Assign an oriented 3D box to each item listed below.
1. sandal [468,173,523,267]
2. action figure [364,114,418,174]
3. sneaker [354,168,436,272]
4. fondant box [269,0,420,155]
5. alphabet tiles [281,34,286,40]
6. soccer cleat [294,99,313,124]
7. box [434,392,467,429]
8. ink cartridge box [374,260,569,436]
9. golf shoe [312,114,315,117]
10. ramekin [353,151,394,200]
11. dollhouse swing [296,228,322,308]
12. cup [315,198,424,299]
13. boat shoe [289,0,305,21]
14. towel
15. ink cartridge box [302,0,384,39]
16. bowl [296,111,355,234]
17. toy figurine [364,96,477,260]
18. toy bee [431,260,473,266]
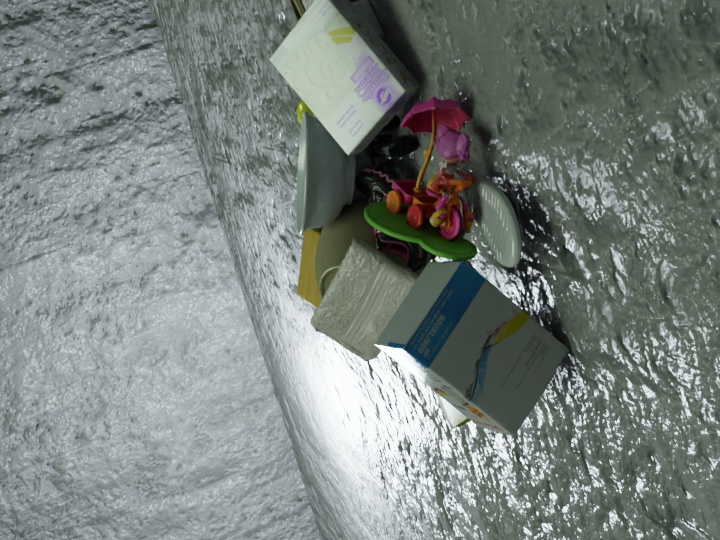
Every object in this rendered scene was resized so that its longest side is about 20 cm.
[{"bbox_3d":[0.190,-0.078,1.376,0.204,0.049,0.084,-110,19,-57],"label":"sandal"},{"bbox_3d":[0.028,-0.218,1.712,0.132,0.068,0.200,66,168,-7],"label":"action figure"},{"bbox_3d":[0.048,-0.078,1.679,0.200,0.095,0.079,47,169,16],"label":"sneaker"},{"bbox_3d":[-0.026,-0.301,1.570,0.201,0.058,0.144,49,121,6],"label":"fondant box"},{"bbox_3d":[-0.069,-0.335,1.859,0.200,0.006,0.167,46,169,20],"label":"alphabet tiles"},{"bbox_3d":[-0.062,-0.258,1.920,0.083,0.065,0.201,41,170,28],"label":"soccer cleat"},{"bbox_3d":[0.170,0.203,1.793,0.200,0.048,0.119,113,134,-70],"label":"box"},{"bbox_3d":[0.150,0.105,1.412,0.199,0.146,0.147,38,169,-11],"label":"ink cartridge box"},{"bbox_3d":[-0.054,-0.260,1.791,0.076,0.091,0.201,54,171,19],"label":"golf shoe"},{"bbox_3d":[-0.004,-0.129,1.875,0.204,0.093,0.204,58,161,34],"label":"ramekin"},{"bbox_3d":[0.000,0.005,1.962,0.199,0.172,0.186,-3,-78,-68],"label":"dollhouse swing"},{"bbox_3d":[0.000,0.000,1.753,0.144,0.196,0.204,-54,-42,-53],"label":"cup"},{"bbox_3d":[-0.086,-0.416,1.849,0.072,0.064,0.203,43,150,58],"label":"boat shoe"},{"bbox_3d":[0.005,0.053,1.672,0.131,0.035,0.202,30,127,3],"label":"towel"},{"bbox_3d":[-0.039,-0.426,1.670,0.116,0.066,0.203,115,132,-69],"label":"ink cartridge box"},{"bbox_3d":[-0.057,-0.161,1.730,0.201,0.088,0.206,-177,90,-82],"label":"bowl"},{"bbox_3d":[0.105,-0.139,1.417,0.200,0.148,0.188,41,126,49],"label":"toy figurine"},{"bbox_3d":[0.138,0.047,1.645,0.199,0.107,0.134,-26,76,50],"label":"toy bee"}]
